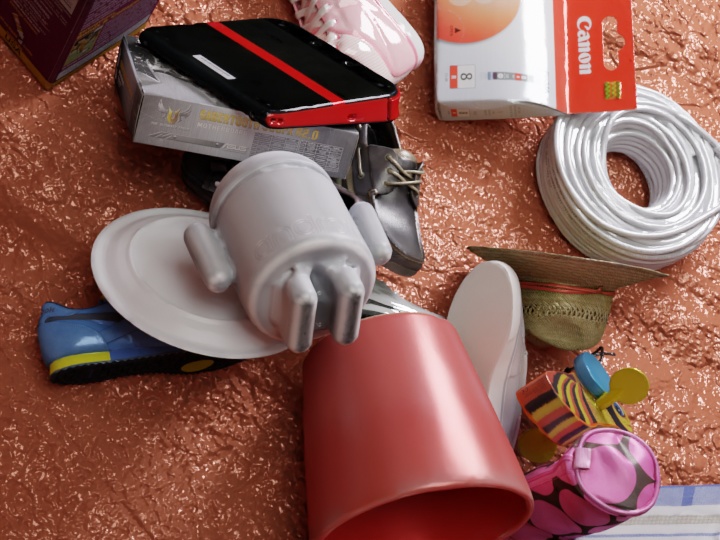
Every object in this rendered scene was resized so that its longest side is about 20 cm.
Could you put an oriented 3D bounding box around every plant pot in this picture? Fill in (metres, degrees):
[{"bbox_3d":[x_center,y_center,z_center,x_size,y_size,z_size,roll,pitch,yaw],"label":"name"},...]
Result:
[{"bbox_3d":[0.036,0.145,1.459,0.200,0.201,0.178,0,60,-24],"label":"plant pot"}]

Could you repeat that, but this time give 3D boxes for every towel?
[{"bbox_3d":[0.260,0.246,1.503,0.200,0.146,0.024,-57,141,-64],"label":"towel"}]

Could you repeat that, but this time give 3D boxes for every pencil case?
[{"bbox_3d":[0.175,0.195,1.484,0.093,0.200,0.091,31,60,-11],"label":"pencil case"}]

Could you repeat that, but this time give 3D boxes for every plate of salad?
[{"bbox_3d":[-0.136,0.015,1.454,0.199,0.048,0.200,15,34,-11],"label":"plate of salad"}]

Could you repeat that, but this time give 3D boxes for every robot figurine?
[{"bbox_3d":[-0.058,-0.021,1.404,0.169,0.113,0.200,-6,42,-22],"label":"robot figurine"}]

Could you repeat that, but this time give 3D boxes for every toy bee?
[{"bbox_3d":[0.217,0.129,1.547,0.200,0.131,0.109,-23,76,-46],"label":"toy bee"}]

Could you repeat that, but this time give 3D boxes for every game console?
[{"bbox_3d":[-0.078,-0.178,1.534,0.176,0.031,0.200,-13,36,-41],"label":"game console"}]

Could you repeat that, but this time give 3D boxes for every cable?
[{"bbox_3d":[0.276,-0.097,1.728,0.200,0.069,0.200,48,60,2],"label":"cable"}]

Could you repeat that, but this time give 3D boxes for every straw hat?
[{"bbox_3d":[0.192,0.032,1.591,0.200,0.201,0.085,9,89,-20],"label":"straw hat"}]

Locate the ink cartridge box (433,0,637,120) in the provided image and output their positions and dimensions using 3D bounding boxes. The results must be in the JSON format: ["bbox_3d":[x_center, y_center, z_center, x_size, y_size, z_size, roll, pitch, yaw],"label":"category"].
[{"bbox_3d":[0.174,-0.233,1.700,0.199,0.050,0.163,-3,67,10],"label":"ink cartridge box"}]

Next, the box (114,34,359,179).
[{"bbox_3d":[-0.116,-0.149,1.533,0.199,0.048,0.158,9,23,-18],"label":"box"}]

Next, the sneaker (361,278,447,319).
[{"bbox_3d":[0.000,0.000,1.560,0.200,0.076,0.116,18,65,-14],"label":"sneaker"}]

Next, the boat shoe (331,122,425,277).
[{"bbox_3d":[0.017,-0.086,1.569,0.074,0.073,0.200,14,42,-44],"label":"boat shoe"}]

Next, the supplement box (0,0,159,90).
[{"bbox_3d":[-0.241,-0.269,1.494,0.131,0.200,0.103,-38,88,-32],"label":"supplement box"}]

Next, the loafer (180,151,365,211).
[{"bbox_3d":[-0.076,-0.078,1.521,0.199,0.063,0.072,22,71,17],"label":"loafer"}]

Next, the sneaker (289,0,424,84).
[{"bbox_3d":[-0.034,-0.248,1.648,0.200,0.075,0.105,46,54,-5],"label":"sneaker"}]

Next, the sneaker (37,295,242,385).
[{"bbox_3d":[-0.180,0.050,1.467,0.199,0.066,0.079,-3,67,-25],"label":"sneaker"}]

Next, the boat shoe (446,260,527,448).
[{"bbox_3d":[0.123,0.090,1.546,0.068,0.072,0.201,-4,97,-53],"label":"boat shoe"}]
